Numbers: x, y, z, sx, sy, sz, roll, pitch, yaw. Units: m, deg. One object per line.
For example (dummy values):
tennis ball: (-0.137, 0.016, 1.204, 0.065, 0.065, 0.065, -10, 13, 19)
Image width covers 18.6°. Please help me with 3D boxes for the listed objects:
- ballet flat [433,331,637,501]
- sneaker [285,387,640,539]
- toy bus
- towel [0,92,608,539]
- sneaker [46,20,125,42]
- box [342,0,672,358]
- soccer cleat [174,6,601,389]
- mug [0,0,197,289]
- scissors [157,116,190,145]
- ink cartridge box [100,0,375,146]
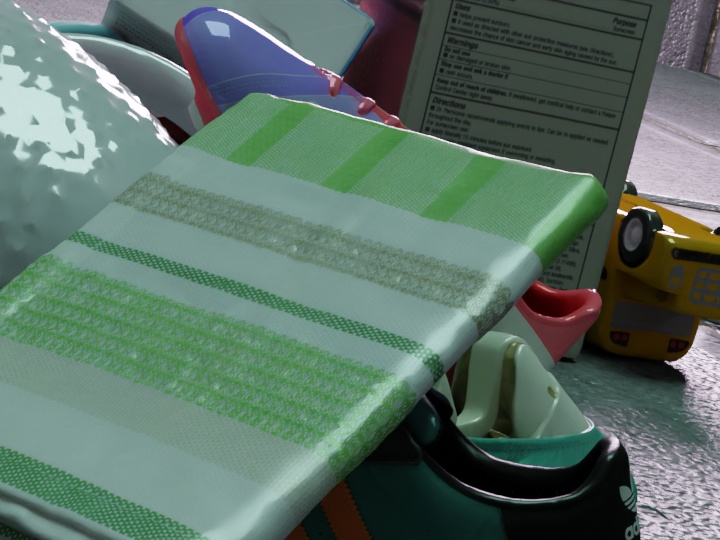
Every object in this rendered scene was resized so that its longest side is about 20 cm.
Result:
ballet flat: (0.031, 0.055, 0.781, 0.199, 0.071, 0.067, 3, 11, -39)
sneaker: (-0.014, 0.063, 0.661, 0.199, 0.080, 0.071, 12, 14, 1)
toy bus: (0.129, -0.007, 1.175, 0.065, 0.079, 0.200, 9, 11, -28)
towel: (-0.037, 0.019, 0.654, 0.149, 0.031, 0.200, 19, 45, 35)
sneaker: (-0.213, -0.077, 1.047, 0.130, 0.080, 0.199, 18, 34, 42)
box: (0.060, -0.072, 1.107, 0.127, 0.201, 0.109, 10, 12, -19)
soccer cleat: (0.010, -0.030, 0.813, 0.200, 0.076, 0.067, 50, 15, -24)
mug: (-0.126, -0.032, 0.798, 0.175, 0.148, 0.200, 31, 39, 22)
scissors: (-0.049, -0.044, 1.089, 0.014, 0.074, 0.200, -30, 19, -30)
ink cartridge box: (-0.076, -0.107, 1.139, 0.115, 0.067, 0.200, 32, -15, -5)
